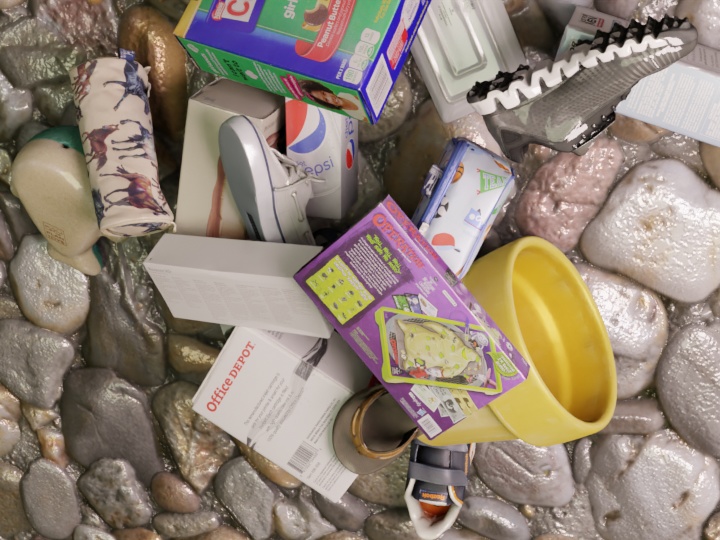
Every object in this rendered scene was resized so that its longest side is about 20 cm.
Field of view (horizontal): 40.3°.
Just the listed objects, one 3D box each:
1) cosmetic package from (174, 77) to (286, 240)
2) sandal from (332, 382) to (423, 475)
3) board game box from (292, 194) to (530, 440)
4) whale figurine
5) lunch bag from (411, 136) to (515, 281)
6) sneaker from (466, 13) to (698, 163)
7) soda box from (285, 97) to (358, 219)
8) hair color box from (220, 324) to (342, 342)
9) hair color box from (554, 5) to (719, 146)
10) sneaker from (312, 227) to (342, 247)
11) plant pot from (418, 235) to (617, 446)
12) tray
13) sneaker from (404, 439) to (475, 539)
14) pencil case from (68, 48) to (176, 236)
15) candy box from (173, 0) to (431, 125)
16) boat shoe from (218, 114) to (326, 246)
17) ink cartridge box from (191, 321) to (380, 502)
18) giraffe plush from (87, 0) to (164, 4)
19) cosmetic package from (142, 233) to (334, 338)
[{"bbox_3d":[-0.143,-0.094,1.071,0.086,0.104,0.203,16,118,8],"label":"cosmetic package"},{"bbox_3d":[0.029,0.155,0.974,0.082,0.055,0.199,49,135,-5],"label":"sandal"},{"bbox_3d":[0.045,0.046,0.879,0.120,0.032,0.201,-36,97,34],"label":"board game box"},{"bbox_3d":[-0.331,-0.084,1.152,0.157,0.105,0.202,22,142,8],"label":"whale figurine"},{"bbox_3d":[0.084,-0.045,0.954,0.075,0.200,0.162,28,102,2],"label":"lunch bag"},{"bbox_3d":[0.193,-0.148,0.833,0.197,0.067,0.092,-17,110,28],"label":"sneaker"},{"bbox_3d":[-0.040,-0.160,1.028,0.062,0.068,0.203,7,115,15],"label":"soda box"},{"bbox_3d":[-0.055,0.076,1.137,0.197,0.061,0.101,-8,111,21],"label":"hair color box"},{"bbox_3d":[0.276,-0.174,0.894,0.197,0.099,0.061,21,119,8],"label":"hair color box"},{"bbox_3d":[0.000,0.000,1.029,0.069,0.201,0.083,-12,132,-24],"label":"sneaker"},{"bbox_3d":[0.135,0.092,1.015,0.187,0.201,0.202,-26,103,35],"label":"plant pot"},{"bbox_3d":[0.087,-0.254,0.973,0.106,0.022,0.202,-20,105,23],"label":"tray"},{"bbox_3d":[0.094,0.220,1.143,0.077,0.079,0.204,5,112,16],"label":"sneaker"},{"bbox_3d":[-0.252,-0.130,1.052,0.088,0.078,0.204,-10,78,-16],"label":"pencil case"},{"bbox_3d":[-0.048,-0.250,0.922,0.197,0.077,0.171,19,75,20],"label":"candy box"},{"bbox_3d":[-0.077,-0.079,0.987,0.074,0.086,0.204,34,150,45],"label":"boat shoe"},{"bbox_3d":[-0.067,0.137,1.087,0.198,0.084,0.145,33,121,-3],"label":"ink cartridge box"},{"bbox_3d":[-0.213,-0.344,0.950,0.198,0.162,0.174,-22,105,24],"label":"giraffe plush"},{"bbox_3d":[-0.117,0.012,0.992,0.197,0.051,0.083,6,139,29],"label":"cosmetic package"}]
